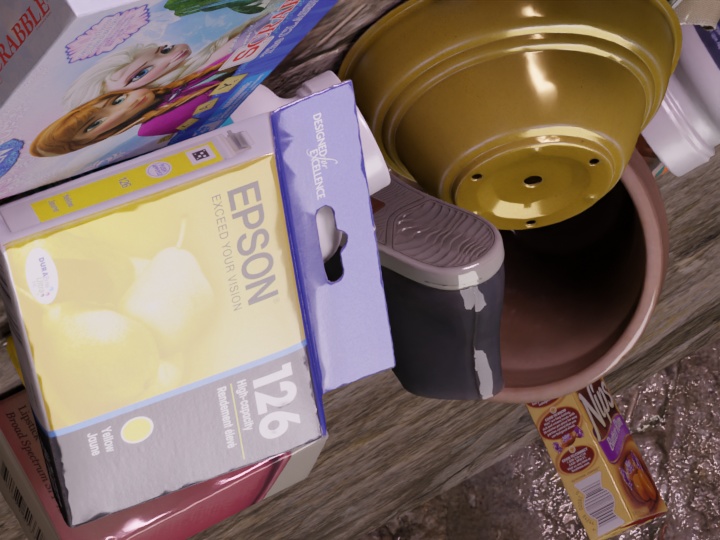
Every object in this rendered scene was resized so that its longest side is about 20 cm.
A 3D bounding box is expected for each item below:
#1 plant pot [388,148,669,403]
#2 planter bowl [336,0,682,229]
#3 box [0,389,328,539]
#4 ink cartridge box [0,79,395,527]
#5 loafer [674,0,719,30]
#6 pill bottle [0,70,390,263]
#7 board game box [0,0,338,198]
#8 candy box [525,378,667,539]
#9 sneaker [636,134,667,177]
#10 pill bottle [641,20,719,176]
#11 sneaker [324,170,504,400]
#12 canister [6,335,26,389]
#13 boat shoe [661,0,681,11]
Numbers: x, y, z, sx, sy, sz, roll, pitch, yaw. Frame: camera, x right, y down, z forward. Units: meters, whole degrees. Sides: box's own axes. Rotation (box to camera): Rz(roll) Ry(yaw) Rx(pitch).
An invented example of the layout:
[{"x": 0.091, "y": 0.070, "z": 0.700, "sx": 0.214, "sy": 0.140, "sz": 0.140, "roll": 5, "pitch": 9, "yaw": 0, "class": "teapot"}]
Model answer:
[{"x": 0.112, "y": -0.032, "z": 1.912, "sx": 0.200, "sy": 0.200, "sz": 0.175, "roll": -34, "pitch": -176, "yaw": 22, "class": "plant pot"}, {"x": 0.090, "y": -0.080, "z": 1.649, "sx": 0.200, "sy": 0.083, "sz": 0.200, "roll": -8, "pitch": 150, "yaw": -5, "class": "planter bowl"}, {"x": -0.142, "y": 0.117, "z": 2.008, "sx": 0.200, "sy": 0.128, "sz": 0.109, "roll": -27, "pitch": 167, "yaw": -18, "class": "box"}, {"x": -0.077, "y": 0.021, "z": 1.499, "sx": 0.200, "sy": 0.047, "sz": 0.198, "roll": -19, "pitch": 130, "yaw": -11, "class": "ink cartridge box"}, {"x": 0.197, "y": -0.176, "z": 1.731, "sx": 0.200, "sy": 0.068, "sz": 0.076, "roll": -34, "pitch": 168, "yaw": 21, "class": "loafer"}, {"x": -0.087, "y": -0.029, "z": 1.560, "sx": 0.200, "sy": 0.111, "sz": 0.111, "roll": -29, "pitch": 169, "yaw": -5, "class": "pill bottle"}, {"x": -0.104, "y": -0.104, "z": 1.364, "sx": 0.199, "sy": 0.041, "sz": 0.200, "roll": -21, "pitch": 166, "yaw": -39, "class": "board game box"}, {"x": 0.228, "y": 0.168, "z": 2.959, "sx": 0.056, "sy": 0.200, "sz": 0.117, "roll": -30, "pitch": 170, "yaw": 20, "class": "candy box"}, {"x": 0.203, "y": -0.093, "z": 2.102, "sx": 0.200, "sy": 0.071, "sz": 0.080, "roll": -32, "pitch": 164, "yaw": 5, "class": "sneaker"}, {"x": 0.270, "y": -0.149, "z": 1.925, "sx": 0.200, "sy": 0.111, "sz": 0.111, "roll": -33, "pitch": 168, "yaw": 14, "class": "pill bottle"}, {"x": 0.000, "y": 0.000, "z": 1.657, "sx": 0.075, "sy": 0.200, "sz": 0.106, "roll": -30, "pitch": 132, "yaw": -30, "class": "sneaker"}, {"x": -0.113, "y": 0.039, "z": 1.851, "sx": 0.200, "sy": 0.087, "sz": 0.149, "roll": -28, "pitch": 168, "yaw": -5, "class": "canister"}, {"x": 0.151, "y": -0.168, "z": 1.674, "sx": 0.200, "sy": 0.071, "sz": 0.064, "roll": -42, "pitch": 162, "yaw": 25, "class": "boat shoe"}]
